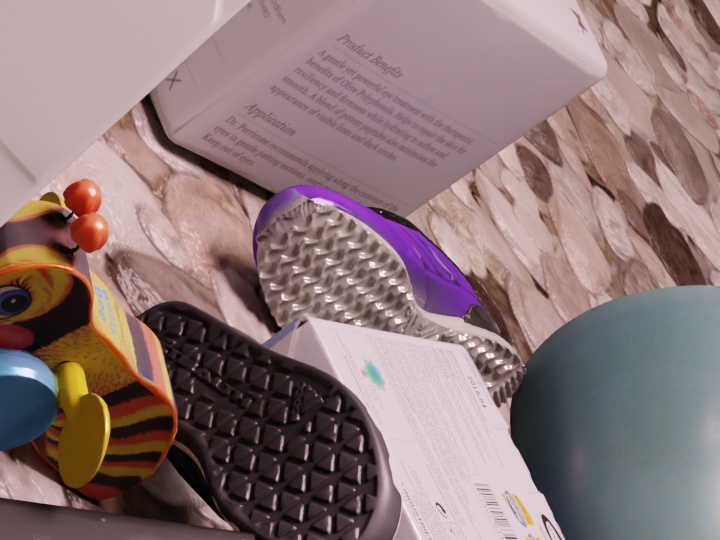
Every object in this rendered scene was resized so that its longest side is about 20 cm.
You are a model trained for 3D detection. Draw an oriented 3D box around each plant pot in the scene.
[{"bbox_3d":[0.171,0.135,1.524,0.201,0.200,0.161,44,34,-29],"label":"plant pot"}]

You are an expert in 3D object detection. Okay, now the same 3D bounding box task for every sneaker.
[{"bbox_3d":[0.000,0.000,1.522,0.200,0.069,0.100,40,18,-46],"label":"sneaker"},{"bbox_3d":[-0.033,0.077,1.239,0.200,0.072,0.083,41,-11,50],"label":"sneaker"}]

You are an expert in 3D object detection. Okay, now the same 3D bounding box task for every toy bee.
[{"bbox_3d":[-0.122,0.020,1.137,0.200,0.109,0.131,16,46,-61],"label":"toy bee"}]

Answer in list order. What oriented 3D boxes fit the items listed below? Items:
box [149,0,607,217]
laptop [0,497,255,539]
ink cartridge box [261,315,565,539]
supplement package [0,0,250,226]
[{"bbox_3d":[-0.014,-0.159,1.570,0.199,0.171,0.200,26,35,-54],"label":"box"},{"bbox_3d":[-0.072,0.200,1.115,0.199,0.116,0.188,11,40,-23],"label":"laptop"},{"bbox_3d":[0.023,0.104,1.385,0.200,0.076,0.137,10,49,-61],"label":"ink cartridge box"},{"bbox_3d":[-0.162,-0.119,1.012,0.200,0.156,0.111,48,-1,-12],"label":"supplement package"}]
